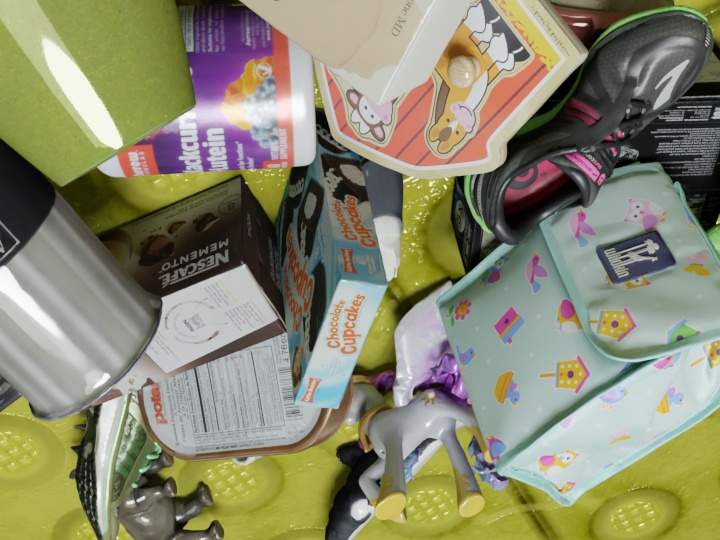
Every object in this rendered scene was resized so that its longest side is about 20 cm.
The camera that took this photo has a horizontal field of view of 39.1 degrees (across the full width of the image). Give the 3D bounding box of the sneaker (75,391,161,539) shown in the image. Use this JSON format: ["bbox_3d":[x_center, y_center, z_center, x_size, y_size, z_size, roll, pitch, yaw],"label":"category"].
[{"bbox_3d":[-0.205,0.160,0.919,0.087,0.077,0.204,1,108,-29],"label":"sneaker"}]

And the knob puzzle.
[{"bbox_3d":[0.027,-0.145,0.675,0.030,0.217,0.223,-31,132,-43],"label":"knob puzzle"}]

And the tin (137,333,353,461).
[{"bbox_3d":[-0.100,0.097,0.836,0.197,0.114,0.042,-10,177,27],"label":"tin"}]

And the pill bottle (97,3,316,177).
[{"bbox_3d":[-0.131,-0.122,0.697,0.196,0.112,0.113,-4,130,-4],"label":"pill bottle"}]

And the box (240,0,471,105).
[{"bbox_3d":[-0.030,-0.199,0.604,0.199,0.078,0.096,37,122,10],"label":"box"}]

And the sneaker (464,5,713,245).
[{"bbox_3d":[0.155,-0.087,0.670,0.076,0.084,0.200,30,120,-29],"label":"sneaker"}]

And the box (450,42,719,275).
[{"bbox_3d":[0.179,-0.084,0.788,0.196,0.087,0.166,-3,130,-5],"label":"box"}]

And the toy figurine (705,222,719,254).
[{"bbox_3d":[0.346,-0.055,0.779,0.150,0.184,0.201,44,116,9],"label":"toy figurine"}]

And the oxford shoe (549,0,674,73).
[{"bbox_3d":[0.126,-0.187,0.716,0.197,0.076,0.071,17,149,1],"label":"oxford shoe"}]

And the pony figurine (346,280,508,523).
[{"bbox_3d":[0.060,0.124,0.900,0.191,0.200,0.168,-25,124,-7],"label":"pony figurine"}]

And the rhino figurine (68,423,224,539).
[{"bbox_3d":[-0.220,0.215,0.997,0.086,0.060,0.201,-26,127,10],"label":"rhino figurine"}]

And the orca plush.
[{"bbox_3d":[0.005,0.209,1.039,0.105,0.071,0.201,-28,158,-48],"label":"orca plush"}]

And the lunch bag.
[{"bbox_3d":[0.168,0.038,0.719,0.121,0.172,0.200,27,122,-36],"label":"lunch bag"}]

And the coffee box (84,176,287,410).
[{"bbox_3d":[-0.163,0.021,0.810,0.197,0.114,0.080,-21,130,10],"label":"coffee box"}]

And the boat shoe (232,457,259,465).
[{"bbox_3d":[-0.099,0.100,0.894,0.086,0.074,0.204,-35,150,-38],"label":"boat shoe"}]

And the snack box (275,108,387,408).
[{"bbox_3d":[-0.027,-0.014,0.742,0.036,0.202,0.117,8,128,-17],"label":"snack box"}]

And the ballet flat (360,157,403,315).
[{"bbox_3d":[0.000,0.000,0.842,0.072,0.074,0.202,11,127,-17],"label":"ballet flat"}]

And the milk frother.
[{"bbox_3d":[-0.259,-0.016,0.699,0.179,0.201,0.189,-28,121,12],"label":"milk frother"}]

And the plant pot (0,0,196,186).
[{"bbox_3d":[-0.180,-0.158,0.565,0.185,0.187,0.202,-28,102,15],"label":"plant pot"}]
